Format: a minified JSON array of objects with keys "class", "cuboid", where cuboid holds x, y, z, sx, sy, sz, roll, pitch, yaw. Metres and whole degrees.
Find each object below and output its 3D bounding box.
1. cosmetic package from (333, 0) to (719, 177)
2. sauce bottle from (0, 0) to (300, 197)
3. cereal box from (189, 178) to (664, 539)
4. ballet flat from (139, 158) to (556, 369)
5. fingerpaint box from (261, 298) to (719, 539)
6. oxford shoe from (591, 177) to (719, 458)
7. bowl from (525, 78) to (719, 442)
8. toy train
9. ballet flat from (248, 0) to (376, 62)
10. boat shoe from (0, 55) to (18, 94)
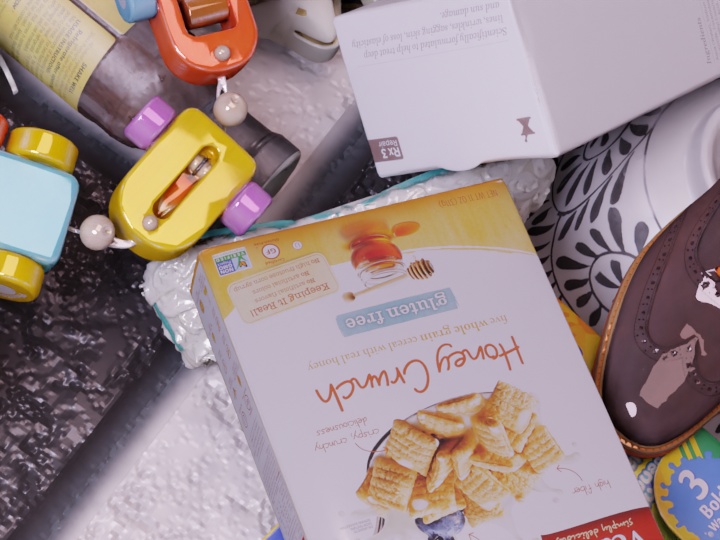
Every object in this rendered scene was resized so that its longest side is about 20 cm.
[{"class":"cosmetic package","cuboid":[0.098,-0.110,1.201,0.200,0.113,0.081,-25,104,-45]},{"class":"sauce bottle","cuboid":[-0.115,-0.100,1.210,0.200,0.065,0.065,41,60,7]},{"class":"cereal box","cuboid":[0.029,0.067,1.091,0.143,0.040,0.201,-14,63,-19]},{"class":"ballet flat","cuboid":[0.000,0.000,1.192,0.199,0.072,0.072,-15,67,-14]},{"class":"fingerpaint box","cuboid":[0.065,0.127,1.133,0.167,0.073,0.200,42,60,9]},{"class":"oxford shoe","cuboid":[0.164,-0.009,1.133,0.071,0.073,0.200,34,77,2]},{"class":"bowl","cuboid":[0.185,-0.024,1.235,0.200,0.094,0.201,7,62,-13]},{"class":"toy train","cuboid":[-0.119,-0.066,1.137,0.199,0.056,0.151,-21,83,-23]},{"class":"ballet flat","cuboid":[-0.001,-0.131,1.262,0.199,0.071,0.071,-5,64,-18]},{"class":"boat shoe","cuboid":[-0.198,-0.103,1.166,0.062,0.075,0.201,-23,79,6]}]
